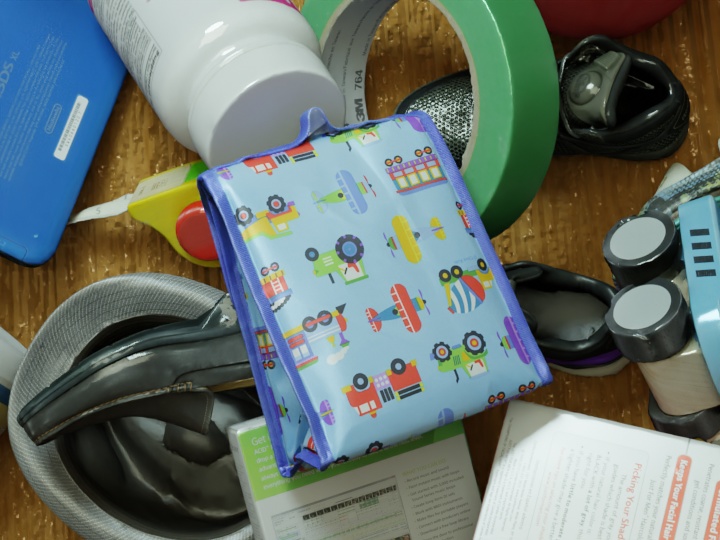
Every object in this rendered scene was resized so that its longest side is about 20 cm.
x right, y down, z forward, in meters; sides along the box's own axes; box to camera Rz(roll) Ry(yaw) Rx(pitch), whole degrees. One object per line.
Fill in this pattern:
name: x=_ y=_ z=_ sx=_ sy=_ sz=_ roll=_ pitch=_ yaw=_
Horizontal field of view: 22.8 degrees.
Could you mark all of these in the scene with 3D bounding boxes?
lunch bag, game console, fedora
lunch bag: x=0.000 y=0.000 z=1.045 sx=0.150 sy=0.094 sz=0.201 roll=-18 pitch=87 yaw=-20
game console: x=-0.273 y=-0.108 z=1.227 sx=0.170 sy=0.118 sz=0.201 roll=27 pitch=65 yaw=-20
fedora: x=-0.120 y=0.099 z=1.154 sx=0.199 sy=0.090 sz=0.178 roll=24 pitch=84 yaw=1

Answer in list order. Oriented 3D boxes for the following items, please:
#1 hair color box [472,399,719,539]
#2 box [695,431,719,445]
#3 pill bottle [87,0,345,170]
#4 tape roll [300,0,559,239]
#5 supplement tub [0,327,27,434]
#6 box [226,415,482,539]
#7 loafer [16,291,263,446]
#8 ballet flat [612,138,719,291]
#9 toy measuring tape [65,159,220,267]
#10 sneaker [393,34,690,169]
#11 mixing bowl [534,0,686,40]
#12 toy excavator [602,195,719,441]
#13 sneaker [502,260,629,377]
hair color box: x=0.172 y=0.155 z=1.045 sx=0.198 sy=0.064 sz=0.112 roll=12 pitch=73 yaw=17
box: x=0.273 y=0.054 z=1.132 sx=0.050 sy=0.075 sz=0.200 roll=41 pitch=87 yaw=13
pill bottle: x=-0.093 y=-0.146 z=1.152 sx=0.113 sy=0.114 sz=0.200 roll=-34 pitch=51 yaw=-1
tape roll: x=0.036 y=-0.111 z=1.139 sx=0.200 sy=0.048 sz=0.202 roll=10 pitch=104 yaw=45
supplement tub: x=-0.317 y=0.100 z=1.147 sx=0.144 sy=0.145 sz=0.200 roll=37 pitch=84 yaw=12
box: x=0.010 y=0.172 z=1.106 sx=0.143 sy=0.036 sz=0.202 roll=-15 pitch=96 yaw=-17
loafer: x=-0.108 y=0.066 z=1.077 sx=0.199 sy=0.073 sz=0.073 roll=-24 pitch=88 yaw=-5
ballet flat: x=0.240 y=-0.054 z=1.167 sx=0.199 sy=0.074 sz=0.075 roll=-30 pitch=77 yaw=-4
toy measuring tape: x=-0.131 y=-0.027 z=1.202 sx=0.199 sy=0.073 sz=0.074 roll=-18 pitch=77 yaw=19
sneaker: x=0.115 y=-0.110 z=1.162 sx=0.198 sy=0.114 sz=0.077 roll=1 pitch=77 yaw=9
mixing bowl: x=0.148 y=-0.222 z=1.163 sx=0.198 sy=0.109 sz=0.201 roll=6 pitch=47 yaw=-7
toy excavator: x=0.254 y=-0.008 z=1.078 sx=0.199 sy=0.100 sz=0.195 roll=-16 pitch=37 yaw=18
sneaker: x=0.080 y=0.023 z=1.143 sx=0.198 sy=0.100 sz=0.070 roll=2 pitch=77 yaw=6
